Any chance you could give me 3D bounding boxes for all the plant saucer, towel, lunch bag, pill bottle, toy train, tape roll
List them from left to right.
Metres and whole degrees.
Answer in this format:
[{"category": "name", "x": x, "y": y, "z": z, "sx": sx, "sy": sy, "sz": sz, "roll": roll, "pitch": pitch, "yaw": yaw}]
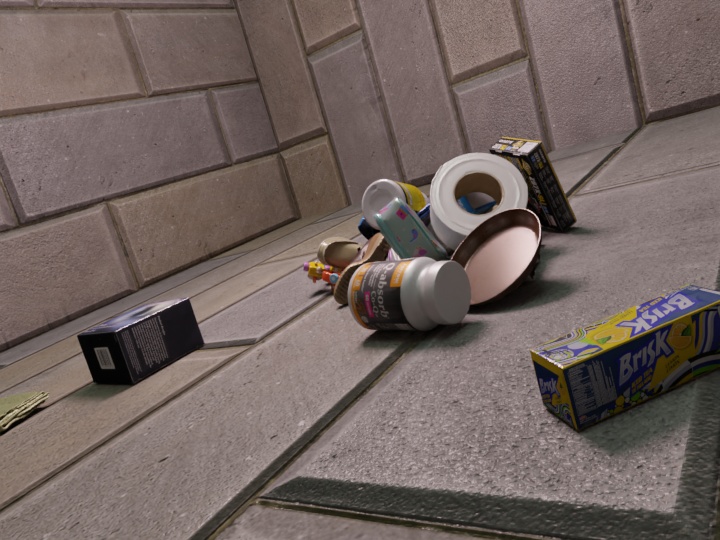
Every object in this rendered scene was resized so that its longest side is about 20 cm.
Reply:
[{"category": "towel", "x": -0.785, "y": 0.315, "z": 1.310, "sx": 0.194, "sy": 0.038, "sz": 0.148, "roll": -13, "pitch": 13, "yaw": 25}, {"category": "toy train", "x": -0.067, "y": 0.016, "z": 1.549, "sx": 0.145, "sy": 0.058, "sz": 0.199, "roll": 15, "pitch": 11, "yaw": 17}, {"category": "pill bottle", "x": 0.093, "y": -0.152, "z": 1.460, "sx": 0.111, "sy": 0.119, "sz": 0.198, "roll": -12, "pitch": -3, "yaw": 28}, {"category": "pill bottle", "x": 0.078, "y": 0.039, "z": 0.998, "sx": 0.115, "sy": 0.120, "sz": 0.197, "roll": -26, "pitch": 13, "yaw": -40}, {"category": "lunch bag", "x": 0.100, "y": -0.062, "z": 1.193, "sx": 0.077, "sy": 0.162, "sz": 0.200, "roll": -40, "pitch": -10, "yaw": 8}, {"category": "towel", "x": 0.170, "y": -0.117, "z": 1.469, "sx": 0.145, "sy": 0.024, "sz": 0.200, "roll": -39, "pitch": -16, "yaw": 8}, {"category": "tape roll", "x": 0.235, "y": -0.136, "z": 1.220, "sx": 0.196, "sy": 0.207, "sz": 0.071, "roll": -18, "pitch": -29, "yaw": -2}, {"category": "plant saucer", "x": 0.230, "y": -0.017, "z": 1.035, "sx": 0.198, "sy": 0.034, "sz": 0.203, "roll": -37, "pitch": 28, "yaw": 23}]

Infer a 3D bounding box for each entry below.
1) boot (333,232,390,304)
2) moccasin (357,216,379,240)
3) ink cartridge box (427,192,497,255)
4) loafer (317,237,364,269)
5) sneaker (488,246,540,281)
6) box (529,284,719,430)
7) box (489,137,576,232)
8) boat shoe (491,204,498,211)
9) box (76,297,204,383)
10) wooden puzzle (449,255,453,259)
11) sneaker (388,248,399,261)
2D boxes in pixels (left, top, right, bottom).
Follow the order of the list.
[{"category": "boot", "x": 0.000, "y": 0.000, "z": 1.401, "sx": 0.201, "sy": 0.072, "sz": 0.166, "roll": -50, "pitch": 6, "yaw": -12}, {"category": "moccasin", "x": 0.074, "y": -0.072, "z": 1.539, "sx": 0.196, "sy": 0.083, "sz": 0.068, "roll": 18, "pitch": 7, "yaw": -41}, {"category": "ink cartridge box", "x": 0.250, "y": -0.132, "z": 1.397, "sx": 0.143, "sy": 0.086, "sz": 0.201, "roll": -23, "pitch": -20, "yaw": -29}, {"category": "loafer", "x": -0.015, "y": -0.038, "z": 1.517, "sx": 0.194, "sy": 0.079, "sz": 0.068, "roll": 5, "pitch": 6, "yaw": -28}, {"category": "sneaker", "x": 0.284, "y": -0.028, "z": 1.121, "sx": 0.079, "sy": 0.077, "sz": 0.200, "roll": -22, "pitch": 7, "yaw": 27}, {"category": "box", "x": 0.274, "y": 0.081, "z": 0.601, "sx": 0.194, "sy": 0.066, "sz": 0.070, "roll": -20, "pitch": 11, "yaw": -9}, {"category": "box", "x": 0.378, "y": -0.191, "z": 1.337, "sx": 0.049, "sy": 0.203, "sz": 0.159, "roll": -36, "pitch": 22, "yaw": -8}, {"category": "boat shoe", "x": 0.338, "y": -0.111, "z": 1.362, "sx": 0.069, "sy": 0.065, "sz": 0.198, "roll": -8, "pitch": -1, "yaw": 30}, {"category": "box", "x": -0.500, "y": 0.157, "z": 1.380, "sx": 0.196, "sy": 0.127, "sz": 0.196, "roll": -8, "pitch": 13, "yaw": 40}, {"category": "wooden puzzle", "x": 0.258, "y": -0.035, "z": 1.279, "sx": 0.197, "sy": 0.038, "sz": 0.182, "roll": -26, "pitch": 13, "yaw": -35}, {"category": "sneaker", "x": 0.111, "y": -0.021, "z": 1.336, "sx": 0.096, "sy": 0.078, "sz": 0.200, "roll": -2, "pitch": 14, "yaw": 8}]
